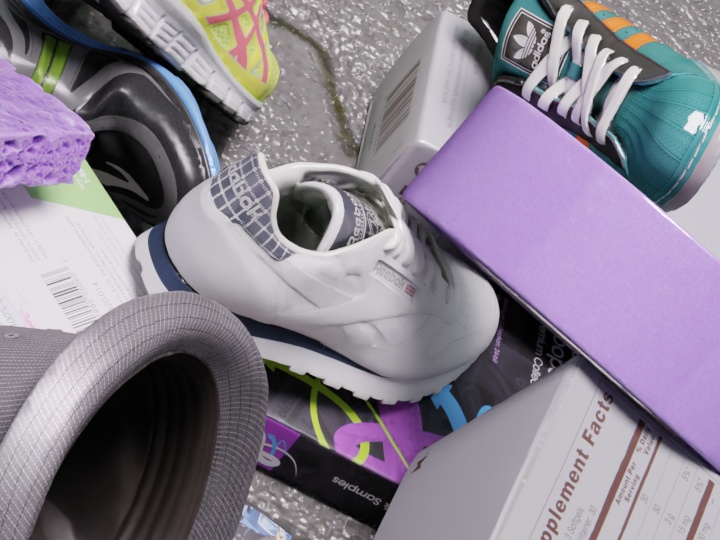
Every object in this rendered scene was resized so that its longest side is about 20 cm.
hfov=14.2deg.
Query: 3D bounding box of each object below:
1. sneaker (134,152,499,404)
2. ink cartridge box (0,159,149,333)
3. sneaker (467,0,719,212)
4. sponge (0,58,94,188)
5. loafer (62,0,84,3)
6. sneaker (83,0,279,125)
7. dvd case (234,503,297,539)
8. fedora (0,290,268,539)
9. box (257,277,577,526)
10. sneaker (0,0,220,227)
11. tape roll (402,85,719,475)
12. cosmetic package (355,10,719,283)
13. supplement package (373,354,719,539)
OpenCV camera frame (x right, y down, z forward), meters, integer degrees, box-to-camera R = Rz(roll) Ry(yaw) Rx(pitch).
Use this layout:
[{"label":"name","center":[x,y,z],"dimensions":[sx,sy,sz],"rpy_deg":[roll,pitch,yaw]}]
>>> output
[{"label":"sneaker","center":[0.000,0.000,1.231],"dimensions":[0.199,0.081,0.077],"rpy_deg":[11,42,-47]},{"label":"ink cartridge box","center":[-0.181,0.019,1.162],"dimensions":[0.199,0.067,0.117],"rpy_deg":[-20,69,-44]},{"label":"sneaker","center":[0.100,-0.083,1.290],"dimensions":[0.080,0.072,0.200],"rpy_deg":[25,8,-21]},{"label":"sponge","center":[-0.205,-0.066,1.118],"dimensions":[0.111,0.030,0.200],"rpy_deg":[35,22,28]},{"label":"loafer","center":[-0.185,-0.195,1.348],"dimensions":[0.200,0.075,0.070],"rpy_deg":[41,11,3]},{"label":"sneaker","center":[-0.068,-0.131,1.294],"dimensions":[0.078,0.090,0.200],"rpy_deg":[36,-3,19]},{"label":"dvd case","center":[-0.050,0.163,1.169],"dimensions":[0.200,0.022,0.146],"rpy_deg":[35,43,-4]},{"label":"fedora","center":[-0.121,0.081,1.074],"dimensions":[0.090,0.178,0.200],"rpy_deg":[21,14,20]},{"label":"box","center":[0.038,0.059,1.307],"dimensions":[0.199,0.036,0.143],"rpy_deg":[28,44,-15]},{"label":"sneaker","center":[-0.147,-0.077,1.271],"dimensions":[0.199,0.071,0.083],"rpy_deg":[38,45,6]},{"label":"tape roll","center":[0.112,0.010,1.245],"dimensions":[0.200,0.066,0.200],"rpy_deg":[41,1,-1]},{"label":"cosmetic package","center":[0.100,-0.031,1.400],"dimensions":[0.199,0.074,0.102],"rpy_deg":[29,43,-15]},{"label":"supplement package","center":[0.108,0.154,1.189],"dimensions":[0.200,0.117,0.118],"rpy_deg":[40,49,-13]}]
